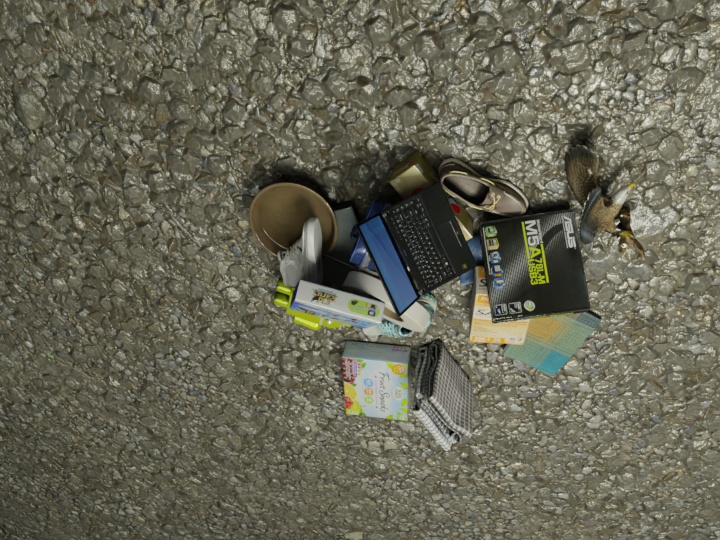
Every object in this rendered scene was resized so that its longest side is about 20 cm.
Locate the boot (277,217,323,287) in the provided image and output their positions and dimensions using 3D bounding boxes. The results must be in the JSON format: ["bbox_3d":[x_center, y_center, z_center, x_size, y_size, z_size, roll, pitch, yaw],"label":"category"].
[{"bbox_3d":[-0.131,-0.031,1.447,0.093,0.074,0.203,8,134,7],"label":"boot"}]

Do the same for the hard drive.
[{"bbox_3d":[-0.047,-0.050,1.522,0.137,0.033,0.203,-10,123,20],"label":"hard drive"}]

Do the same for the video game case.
[{"bbox_3d":[-0.054,0.075,1.434,0.177,0.046,0.200,16,169,-6],"label":"video game case"}]

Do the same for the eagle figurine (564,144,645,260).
[{"bbox_3d":[0.445,-0.122,1.289,0.198,0.151,0.153,26,93,-28],"label":"eagle figurine"}]

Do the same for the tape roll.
[{"bbox_3d":[0.053,0.067,1.455,0.200,0.038,0.203,28,168,6],"label":"tape roll"}]

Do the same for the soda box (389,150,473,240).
[{"bbox_3d":[0.147,-0.138,1.391,0.067,0.065,0.200,-29,115,30],"label":"soda box"}]

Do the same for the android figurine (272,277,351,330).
[{"bbox_3d":[-0.107,0.081,1.608,0.196,0.042,0.183,21,146,-2],"label":"android figurine"}]

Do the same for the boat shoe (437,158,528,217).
[{"bbox_3d":[0.243,-0.152,1.360,0.197,0.060,0.072,27,126,-8],"label":"boat shoe"}]

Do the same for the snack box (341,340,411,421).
[{"bbox_3d":[0.043,0.277,1.723,0.165,0.068,0.203,5,128,10],"label":"snack box"}]

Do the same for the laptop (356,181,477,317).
[{"bbox_3d":[0.107,-0.043,1.249,0.197,0.103,0.180,-27,94,-8],"label":"laptop"}]

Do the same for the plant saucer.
[{"bbox_3d":[-0.140,-0.104,1.464,0.195,0.030,0.203,7,128,8],"label":"plant saucer"}]

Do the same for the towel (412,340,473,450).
[{"bbox_3d":[0.196,0.289,1.612,0.084,0.202,0.166,-24,119,26],"label":"towel"}]

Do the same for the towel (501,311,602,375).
[{"bbox_3d":[0.433,0.147,1.566,0.144,0.022,0.202,24,126,-6],"label":"towel"}]

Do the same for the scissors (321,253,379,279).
[{"bbox_3d":[0.000,0.000,1.437,0.197,0.073,0.014,27,89,8],"label":"scissors"}]

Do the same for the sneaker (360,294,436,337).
[{"bbox_3d":[0.080,0.115,1.578,0.197,0.087,0.078,-22,122,27],"label":"sneaker"}]

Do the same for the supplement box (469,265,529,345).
[{"bbox_3d":[0.299,0.079,1.471,0.123,0.075,0.202,2,145,7],"label":"supplement box"}]

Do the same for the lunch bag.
[{"bbox_3d":[0.044,-0.063,1.395,0.130,0.200,0.138,25,85,-1],"label":"lunch bag"}]

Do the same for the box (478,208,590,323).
[{"bbox_3d":[0.340,-0.007,1.355,0.188,0.205,0.048,-7,168,7],"label":"box"}]

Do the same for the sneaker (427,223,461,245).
[{"bbox_3d":[0.148,-0.026,1.397,0.086,0.077,0.201,27,152,1],"label":"sneaker"}]

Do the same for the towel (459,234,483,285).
[{"bbox_3d":[0.300,-0.026,1.449,0.195,0.049,0.114,-1,125,14],"label":"towel"}]
